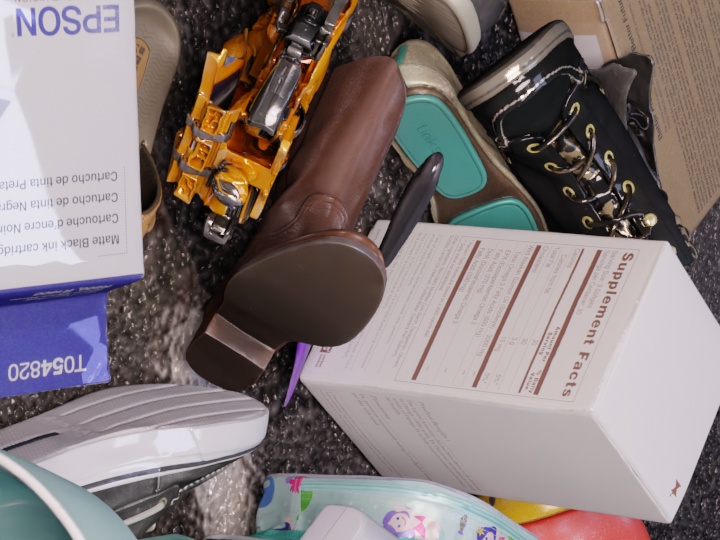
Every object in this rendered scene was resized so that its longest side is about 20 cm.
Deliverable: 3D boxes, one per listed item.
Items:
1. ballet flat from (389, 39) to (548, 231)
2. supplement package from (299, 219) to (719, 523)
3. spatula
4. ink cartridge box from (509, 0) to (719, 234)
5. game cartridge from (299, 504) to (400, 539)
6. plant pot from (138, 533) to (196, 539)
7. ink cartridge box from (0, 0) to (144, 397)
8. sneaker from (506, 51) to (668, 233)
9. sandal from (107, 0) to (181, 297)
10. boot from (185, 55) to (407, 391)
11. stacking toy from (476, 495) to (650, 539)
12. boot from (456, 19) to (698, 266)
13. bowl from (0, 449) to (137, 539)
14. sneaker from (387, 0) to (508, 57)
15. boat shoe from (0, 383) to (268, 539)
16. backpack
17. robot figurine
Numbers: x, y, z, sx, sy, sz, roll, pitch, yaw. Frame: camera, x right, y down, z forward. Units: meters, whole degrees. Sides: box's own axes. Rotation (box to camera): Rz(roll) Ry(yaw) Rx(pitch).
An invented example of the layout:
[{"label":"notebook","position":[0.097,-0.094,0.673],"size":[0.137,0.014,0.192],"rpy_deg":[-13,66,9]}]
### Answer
[{"label":"ballet flat","position":[0.067,-0.057,1.467],"size":[0.062,0.067,0.200],"rpy_deg":[-89,158,-47]},{"label":"supplement package","position":[0.090,0.055,1.392],"size":[0.117,0.200,0.117],"rpy_deg":[53,53,-43]},{"label":"spatula","position":[0.000,0.000,1.313],"size":[0.021,0.200,0.057],"rpy_deg":[30,45,-9]},{"label":"ink cartridge box","position":[0.188,-0.137,1.606],"size":[0.165,0.075,0.200],"rpy_deg":[-47,130,-38]},{"label":"game cartridge","position":[-0.017,0.219,1.148],"size":[0.133,0.041,0.200],"rpy_deg":[43,63,-49]},{"label":"plant pot","position":[-0.100,0.237,1.185],"size":[0.141,0.141,0.201],"rpy_deg":[-1,103,-53]},{"label":"ink cartridge box","position":[-0.188,-0.033,1.103],"size":[0.199,0.041,0.201],"rpy_deg":[-8,101,-38]},{"label":"sneaker","position":[0.144,-0.036,1.533],"size":[0.060,0.104,0.200],"rpy_deg":[-27,115,-49]},{"label":"sandal","position":[-0.123,-0.045,1.214],"size":[0.082,0.054,0.200],"rpy_deg":[41,62,-47]},{"label":"boot","position":[-0.008,-0.048,1.273],"size":[0.064,0.186,0.200],"rpy_deg":[37,58,-15]},{"label":"stacking toy","position":[0.117,0.154,1.534],"size":[0.146,0.146,0.200],"rpy_deg":[-18,90,-51]},{"label":"boot","position":[0.130,-0.057,1.392],"size":[0.154,0.073,0.204],"rpy_deg":[56,6,6]},{"label":"bowl","position":[-0.164,0.164,1.083],"size":[0.105,0.200,0.201],"rpy_deg":[-7,100,-64]},{"label":"sneaker","position":[0.061,-0.181,1.351],"size":[0.106,0.075,0.200],"rpy_deg":[-53,-179,3]},{"label":"boat shoe","position":[-0.130,0.106,1.225],"size":[0.200,0.072,0.071],"rpy_deg":[-12,113,-42]},{"label":"backpack","position":[0.026,0.195,1.322],"size":[0.177,0.200,0.151],"rpy_deg":[37,65,-48]},{"label":"robot figurine","position":[-0.044,-0.109,1.254],"size":[0.145,0.058,0.200],"rpy_deg":[116,-3,-50]}]
